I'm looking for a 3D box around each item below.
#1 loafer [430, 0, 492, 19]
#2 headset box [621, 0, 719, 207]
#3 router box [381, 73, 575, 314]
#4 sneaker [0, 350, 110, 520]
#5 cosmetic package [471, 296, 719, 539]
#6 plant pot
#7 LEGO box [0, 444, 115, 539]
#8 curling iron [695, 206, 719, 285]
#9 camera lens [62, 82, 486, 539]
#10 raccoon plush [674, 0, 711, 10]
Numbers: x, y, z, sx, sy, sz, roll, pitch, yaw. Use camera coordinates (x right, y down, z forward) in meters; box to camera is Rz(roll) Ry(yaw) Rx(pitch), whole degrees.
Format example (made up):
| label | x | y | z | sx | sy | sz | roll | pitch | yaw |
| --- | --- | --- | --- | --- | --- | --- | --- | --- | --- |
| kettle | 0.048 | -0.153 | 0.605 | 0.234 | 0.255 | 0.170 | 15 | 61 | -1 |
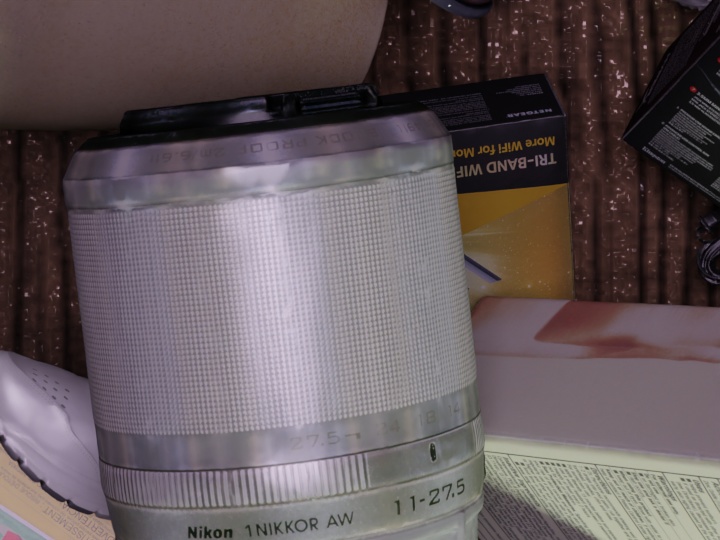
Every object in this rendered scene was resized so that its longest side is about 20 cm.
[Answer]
| label | x | y | z | sx | sy | sz | roll | pitch | yaw |
| --- | --- | --- | --- | --- | --- | --- | --- | --- | --- |
| loafer | 0.003 | -0.204 | 1.002 | 0.200 | 0.072 | 0.063 | 50 | 119 | 17 |
| headset box | 0.237 | -0.092 | 0.999 | 0.149 | 0.200 | 0.077 | 33 | 53 | -4 |
| router box | 0.000 | 0.000 | 1.026 | 0.199 | 0.052 | 0.158 | -9 | 119 | -3 |
| sneaker | -0.084 | 0.076 | 0.996 | 0.200 | 0.075 | 0.087 | 26 | 105 | -27 |
| cosmetic package | 0.129 | 0.075 | 0.939 | 0.087 | 0.200 | 0.103 | -54 | 127 | -28 |
| plant pot | -0.094 | -0.141 | 1.020 | 0.199 | 0.187 | 0.188 | 11 | 85 | -18 |
| LEGO box | -0.200 | 0.141 | 1.030 | 0.200 | 0.077 | 0.149 | 37 | 85 | 0 |
| curling iron | 0.159 | 0.053 | 1.082 | 0.049 | 0.026 | 0.201 | 25 | 87 | 13 |
| camera lens | -0.033 | 0.028 | 0.891 | 0.159 | 0.160 | 0.201 | -7 | 95 | -3 |
| raccoon plush | 0.074 | -0.186 | 1.074 | 0.200 | 0.134 | 0.097 | 57 | 41 | -21 |
